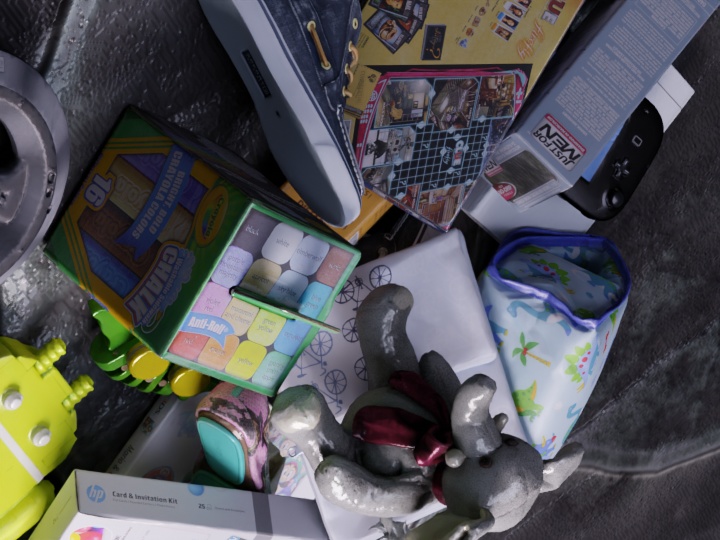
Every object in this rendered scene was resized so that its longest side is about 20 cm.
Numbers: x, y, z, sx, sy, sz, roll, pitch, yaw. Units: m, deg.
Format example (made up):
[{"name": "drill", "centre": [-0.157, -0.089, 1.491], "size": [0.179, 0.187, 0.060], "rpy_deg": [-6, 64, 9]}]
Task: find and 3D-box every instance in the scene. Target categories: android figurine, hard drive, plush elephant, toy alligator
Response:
[{"name": "android figurine", "centre": [-0.275, 0.126, 1.632], "size": [0.200, 0.041, 0.182], "rpy_deg": [-39, 136, -12]}, {"name": "hard drive", "centre": [0.175, -0.100, 1.883], "size": [0.200, 0.027, 0.132], "rpy_deg": [-52, 138, 0]}, {"name": "plush elephant", "centre": [0.058, 0.126, 1.618], "size": [0.165, 0.154, 0.201], "rpy_deg": [-39, 117, -46]}, {"name": "toy alligator", "centre": [-0.134, 0.071, 1.698], "size": [0.054, 0.059, 0.200], "rpy_deg": [-44, 136, 20]}]

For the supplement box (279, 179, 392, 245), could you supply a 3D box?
[{"name": "supplement box", "centre": [0.007, -0.080, 1.702], "size": [0.200, 0.067, 0.069], "rpy_deg": [-46, 175, -8]}]

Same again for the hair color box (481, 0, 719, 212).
[{"name": "hair color box", "centre": [0.174, -0.141, 1.730], "size": [0.061, 0.099, 0.200], "rpy_deg": [43, 70, -7]}]

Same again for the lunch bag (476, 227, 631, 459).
[{"name": "lunch bag", "centre": [0.137, 0.064, 1.859], "size": [0.171, 0.127, 0.200], "rpy_deg": [-66, 165, 21]}]

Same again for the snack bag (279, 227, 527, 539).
[{"name": "snack bag", "centre": [0.027, 0.091, 1.714], "size": [0.188, 0.021, 0.201], "rpy_deg": [-21, 97, -26]}]

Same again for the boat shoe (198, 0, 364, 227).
[{"name": "boat shoe", "centre": [-0.028, -0.135, 1.597], "size": [0.091, 0.071, 0.201], "rpy_deg": [-31, 103, -24]}]

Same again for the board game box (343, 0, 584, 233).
[{"name": "board game box", "centre": [0.054, -0.146, 1.656], "size": [0.201, 0.135, 0.035], "rpy_deg": [-58, -177, -4]}]

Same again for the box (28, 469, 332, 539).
[{"name": "box", "centre": [-0.143, 0.214, 1.717], "size": [0.199, 0.041, 0.156], "rpy_deg": [8, 140, -26]}]

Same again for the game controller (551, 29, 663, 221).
[{"name": "game controller", "centre": [0.154, -0.124, 1.806], "size": [0.200, 0.042, 0.105], "rpy_deg": [36, 91, -34]}]

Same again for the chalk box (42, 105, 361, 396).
[{"name": "chalk box", "centre": [-0.095, -0.001, 1.581], "size": [0.124, 0.200, 0.124], "rpy_deg": [25, 100, -47]}]

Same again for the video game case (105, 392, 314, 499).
[{"name": "video game case", "centre": [-0.123, 0.180, 1.814], "size": [0.182, 0.024, 0.200], "rpy_deg": [-54, 138, 2]}]

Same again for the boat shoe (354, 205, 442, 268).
[{"name": "boat shoe", "centre": [0.000, 0.000, 1.755], "size": [0.068, 0.072, 0.200], "rpy_deg": [39, 70, -18]}]

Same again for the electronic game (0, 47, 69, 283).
[{"name": "electronic game", "centre": [-0.276, -0.055, 1.503], "size": [0.199, 0.042, 0.201], "rpy_deg": [-23, 132, -28]}]

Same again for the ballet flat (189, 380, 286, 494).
[{"name": "ballet flat", "centre": [-0.087, 0.138, 1.729], "size": [0.071, 0.069, 0.200], "rpy_deg": [-49, 160, -30]}]
